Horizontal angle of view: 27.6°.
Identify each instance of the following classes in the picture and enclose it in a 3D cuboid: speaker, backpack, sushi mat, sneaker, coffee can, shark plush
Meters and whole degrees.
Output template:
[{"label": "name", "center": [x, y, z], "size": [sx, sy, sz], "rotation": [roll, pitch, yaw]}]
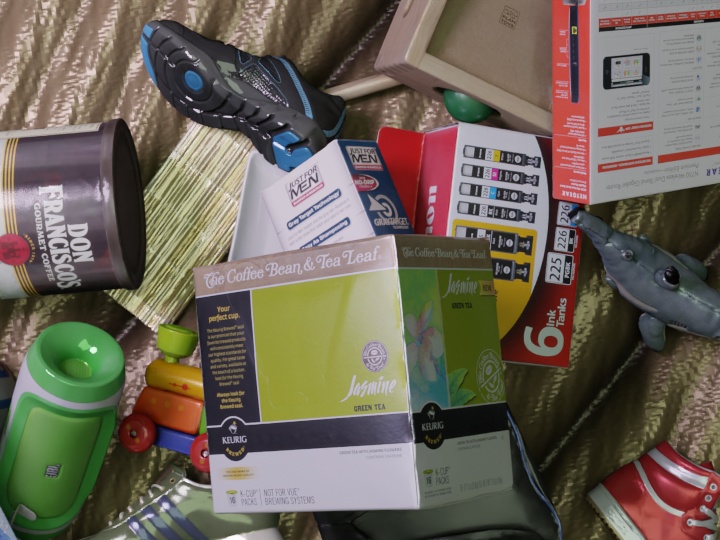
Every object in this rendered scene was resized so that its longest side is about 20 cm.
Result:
[{"label": "speaker", "center": [-0.256, 0.138, 1.229], "size": [0.088, 0.089, 0.200], "rotation": [23, 127, -1]}, {"label": "backpack", "center": [0.059, 0.195, 1.258], "size": [0.190, 0.154, 0.200], "rotation": [-24, 81, 0]}, {"label": "sushi mat", "center": [-0.157, -0.047, 1.328], "size": [0.096, 0.012, 0.200], "rotation": [36, 86, 0]}, {"label": "sneaker", "center": [0.305, 0.246, 1.308], "size": [0.112, 0.071, 0.200], "rotation": [-39, 88, -1]}, {"label": "coffee can", "center": [-0.294, -0.048, 1.249], "size": [0.200, 0.146, 0.147], "rotation": [-5, 88, 1]}, {"label": "sneaker", "center": [-0.170, 0.216, 1.294], "size": [0.200, 0.067, 0.090], "rotation": [-8, 80, -3]}, {"label": "shark plush", "center": [0.264, -0.005, 1.285], "size": [0.091, 0.083, 0.200], "rotation": [-45, 114, -8]}, {"label": "sneaker", "center": [-0.106, -0.164, 1.308], "size": [0.200, 0.073, 0.082], "rotation": [35, 52, 5]}]

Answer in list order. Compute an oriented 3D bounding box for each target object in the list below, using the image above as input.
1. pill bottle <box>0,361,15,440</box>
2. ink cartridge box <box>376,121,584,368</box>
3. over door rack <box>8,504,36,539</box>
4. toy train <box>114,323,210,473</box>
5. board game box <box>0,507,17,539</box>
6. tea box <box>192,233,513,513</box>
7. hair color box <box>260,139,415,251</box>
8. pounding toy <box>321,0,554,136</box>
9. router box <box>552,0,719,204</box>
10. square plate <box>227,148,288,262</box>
[{"label": "pill bottle", "center": [-0.355, 0.118, 1.217], "size": [0.112, 0.200, 0.113], "rotation": [0, 87, -3]}, {"label": "ink cartridge box", "center": [0.098, -0.022, 1.282], "size": [0.175, 0.084, 0.200], "rotation": [7, 87, -20]}, {"label": "over door rack", "center": [-0.262, 0.317, 1.244], "size": [0.200, 0.067, 0.148], "rotation": [43, 126, -1]}, {"label": "toy train", "center": [-0.173, 0.098, 1.275], "size": [0.200, 0.085, 0.116], "rotation": [13, 94, 21]}, {"label": "board game box", "center": [-0.340, 0.283, 1.224], "size": [0.200, 0.043, 0.199], "rotation": [-24, 92, 39]}, {"label": "tea box", "center": [-0.007, 0.080, 1.117], "size": [0.200, 0.134, 0.197], "rotation": [-8, 86, 37]}, {"label": "hair color box", "center": [0.000, 0.000, 1.232], "size": [0.100, 0.060, 0.200], "rotation": [-31, 74, 35]}, {"label": "pounding toy", "center": [0.095, -0.206, 1.301], "size": [0.184, 0.142, 0.200], "rotation": [23, 88, -15]}, {"label": "router box", "center": [0.255, -0.159, 1.267], "size": [0.200, 0.049, 0.180], "rotation": [-10, 105, -34]}, {"label": "square plate", "center": [-0.024, 0.008, 1.320], "size": [0.198, 0.028, 0.200], "rotation": [13, 87, -6]}]
